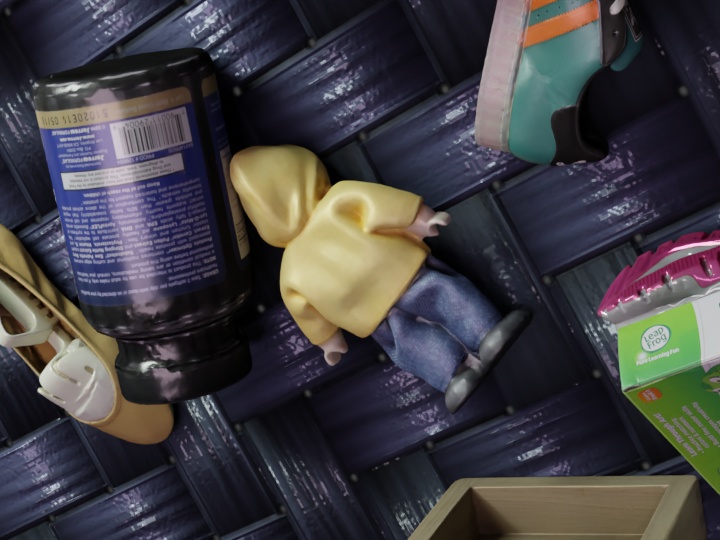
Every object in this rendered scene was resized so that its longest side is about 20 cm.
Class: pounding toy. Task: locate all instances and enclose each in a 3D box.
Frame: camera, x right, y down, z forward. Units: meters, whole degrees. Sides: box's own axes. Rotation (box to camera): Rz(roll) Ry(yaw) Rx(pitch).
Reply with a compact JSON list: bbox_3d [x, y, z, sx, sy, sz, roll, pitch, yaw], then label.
[{"bbox_3d":[0.092,0.223,0.854,0.182,0.200,0.144,-5,105,26],"label":"pounding toy"}]

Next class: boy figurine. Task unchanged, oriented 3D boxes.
[{"bbox_3d":[0.000,0.000,0.901,0.199,0.064,0.125,37,118,10],"label":"boy figurine"}]

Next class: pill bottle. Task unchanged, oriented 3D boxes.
[{"bbox_3d":[-0.126,-0.027,0.922,0.111,0.112,0.203,-4,105,25],"label":"pill bottle"}]

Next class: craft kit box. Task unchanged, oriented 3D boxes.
[{"bbox_3d":[0.260,0.064,0.752,0.196,0.049,0.200,-25,133,26],"label":"craft kit box"}]

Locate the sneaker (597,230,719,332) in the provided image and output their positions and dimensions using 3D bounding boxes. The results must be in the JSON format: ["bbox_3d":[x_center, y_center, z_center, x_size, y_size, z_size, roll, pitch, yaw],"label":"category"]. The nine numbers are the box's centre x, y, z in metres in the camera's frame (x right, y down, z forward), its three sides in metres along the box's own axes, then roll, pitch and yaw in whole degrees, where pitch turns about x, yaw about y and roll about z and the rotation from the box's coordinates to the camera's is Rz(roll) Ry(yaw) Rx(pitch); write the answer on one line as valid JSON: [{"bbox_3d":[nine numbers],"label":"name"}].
[{"bbox_3d":[0.229,0.009,0.796,0.199,0.081,0.089,-26,102,32],"label":"sneaker"}]

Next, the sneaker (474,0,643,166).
[{"bbox_3d":[0.117,-0.152,0.798,0.079,0.071,0.202,16,118,14],"label":"sneaker"}]

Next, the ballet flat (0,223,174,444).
[{"bbox_3d":[-0.211,0.051,1.016,0.200,0.063,0.069,44,119,6],"label":"ballet flat"}]
